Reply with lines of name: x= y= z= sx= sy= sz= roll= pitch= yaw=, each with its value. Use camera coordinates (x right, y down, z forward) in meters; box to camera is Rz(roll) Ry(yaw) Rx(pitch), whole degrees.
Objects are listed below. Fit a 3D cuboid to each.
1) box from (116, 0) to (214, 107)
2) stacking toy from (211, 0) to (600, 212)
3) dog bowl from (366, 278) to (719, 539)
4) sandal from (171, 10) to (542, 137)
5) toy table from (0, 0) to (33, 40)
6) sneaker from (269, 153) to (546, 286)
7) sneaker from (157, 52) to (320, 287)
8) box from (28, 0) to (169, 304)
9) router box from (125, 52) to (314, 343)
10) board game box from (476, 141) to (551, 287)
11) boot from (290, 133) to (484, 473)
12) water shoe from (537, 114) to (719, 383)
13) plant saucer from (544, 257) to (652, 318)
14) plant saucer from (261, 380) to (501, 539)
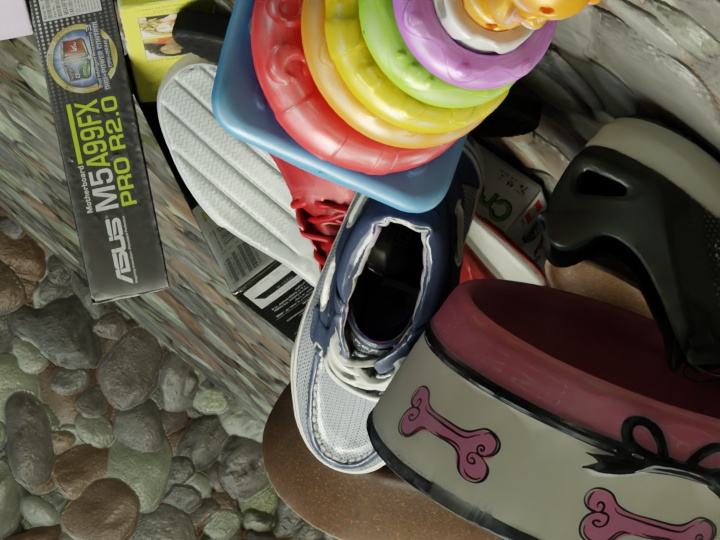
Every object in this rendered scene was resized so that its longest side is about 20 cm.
box: x=-0.101 y=-0.144 z=1.359 sx=0.200 sy=0.050 sz=0.075 roll=95 pitch=167 yaw=-79
stacking toy: x=0.034 y=-0.100 z=1.023 sx=0.116 sy=0.110 sz=0.200 roll=23 pitch=165 yaw=-20
dog bowl: x=0.107 y=0.067 z=1.128 sx=0.200 sy=0.074 sz=0.200 roll=18 pitch=-167 yaw=-4
sandal: x=-0.003 y=-0.105 z=1.230 sx=0.200 sy=0.045 sz=0.075 roll=18 pitch=172 yaw=33
toy table: x=-0.238 y=-0.196 z=1.320 sx=0.184 sy=0.117 sz=0.200 roll=-108 pitch=7 yaw=-58
sneaker: x=0.000 y=0.000 z=1.279 sx=0.200 sy=0.116 sz=0.078 roll=38 pitch=167 yaw=-30
sneaker: x=-0.031 y=-0.042 z=1.361 sx=0.200 sy=0.073 sz=0.071 roll=47 pitch=-162 yaw=-23
box: x=-0.146 y=-0.100 z=1.416 sx=0.160 sy=0.044 sz=0.200 roll=-116 pitch=16 yaw=-71
router box: x=-0.050 y=-0.036 z=1.505 sx=0.149 sy=0.051 sz=0.200 roll=41 pitch=-164 yaw=-49
board game box: x=0.021 y=-0.061 z=1.409 sx=0.200 sy=0.035 sz=0.126 roll=36 pitch=170 yaw=23
boot: x=0.003 y=0.030 z=1.209 sx=0.073 sy=0.090 sz=0.200 roll=16 pitch=124 yaw=5
water shoe: x=0.163 y=0.021 z=1.092 sx=0.200 sy=0.079 sz=0.072 roll=38 pitch=171 yaw=13
plant saucer: x=0.178 y=0.045 z=1.285 sx=0.200 sy=0.037 sz=0.200 roll=39 pitch=170 yaw=8
plant saucer: x=0.047 y=0.072 z=1.356 sx=0.200 sy=0.200 sz=0.035 roll=31 pitch=137 yaw=43
